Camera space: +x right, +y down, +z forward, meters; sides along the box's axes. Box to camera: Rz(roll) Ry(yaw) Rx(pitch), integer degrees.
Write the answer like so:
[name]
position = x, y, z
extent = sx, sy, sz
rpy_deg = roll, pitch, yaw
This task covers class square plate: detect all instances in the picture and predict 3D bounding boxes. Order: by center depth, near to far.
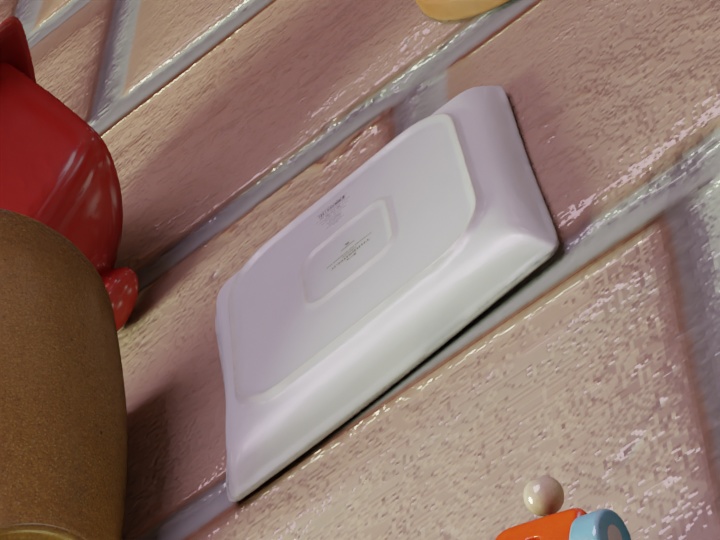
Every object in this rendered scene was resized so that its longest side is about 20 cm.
[square plate]
position = 0.000, 0.000, 1.198
extent = 0.200, 0.028, 0.198
rpy_deg = -38, 24, 13

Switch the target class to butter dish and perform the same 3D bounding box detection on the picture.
[butter dish]
position = -0.197, -0.008, 1.407
extent = 0.200, 0.148, 0.200
rpy_deg = -58, -15, -27

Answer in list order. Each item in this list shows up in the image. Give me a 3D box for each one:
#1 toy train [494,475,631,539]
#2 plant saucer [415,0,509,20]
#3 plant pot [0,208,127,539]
[toy train]
position = 0.014, 0.161, 0.876
extent = 0.200, 0.056, 0.150
rpy_deg = -25, 28, 31
[plant saucer]
position = 0.100, -0.227, 1.404
extent = 0.200, 0.037, 0.200
rpy_deg = -37, 24, 19
[plant pot]
position = -0.187, 0.098, 1.189
extent = 0.186, 0.186, 0.200
rpy_deg = -41, 38, 8
